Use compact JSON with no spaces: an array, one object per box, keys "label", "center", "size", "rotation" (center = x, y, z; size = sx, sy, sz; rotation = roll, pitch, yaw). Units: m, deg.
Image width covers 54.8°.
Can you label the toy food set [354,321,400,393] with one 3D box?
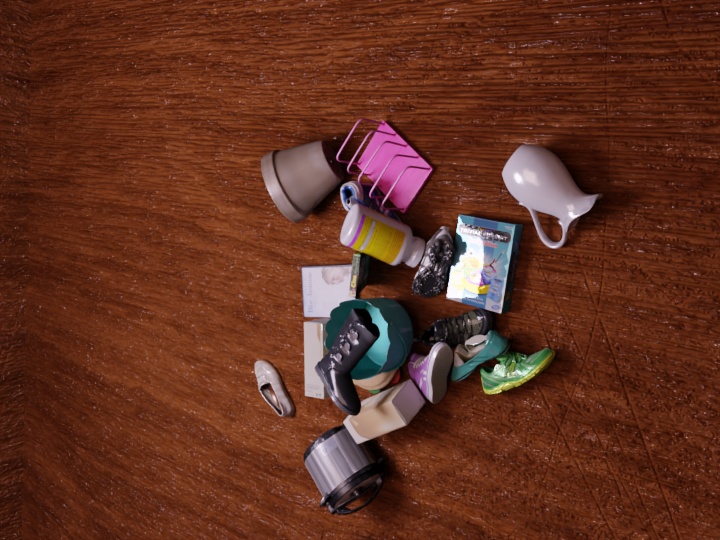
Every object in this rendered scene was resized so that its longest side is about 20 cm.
[{"label":"toy food set","center":[0.027,0.221,1.838],"size":[0.195,0.048,0.206],"rotation":[15,101,36]}]

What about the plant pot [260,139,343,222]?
[{"label":"plant pot","center":[-0.144,-0.256,1.871],"size":[0.170,0.199,0.205],"rotation":[-24,78,18]}]

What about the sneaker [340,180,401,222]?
[{"label":"sneaker","center":[0.020,-0.139,1.759],"size":[0.080,0.145,0.203],"rotation":[-41,69,31]}]

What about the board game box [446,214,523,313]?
[{"label":"board game box","center":[0.287,-0.018,1.622],"size":[0.148,0.046,0.206],"rotation":[14,101,36]}]

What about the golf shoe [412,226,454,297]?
[{"label":"golf shoe","center":[0.183,-0.018,1.697],"size":[0.076,0.096,0.202],"rotation":[19,134,-6]}]

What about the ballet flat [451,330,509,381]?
[{"label":"ballet flat","center":[0.261,0.192,1.623],"size":[0.070,0.068,0.200],"rotation":[40,135,-8]}]

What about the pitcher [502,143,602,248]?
[{"label":"pitcher","center":[0.394,-0.159,1.500],"size":[0.199,0.120,0.173],"rotation":[42,132,16]}]

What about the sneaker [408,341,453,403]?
[{"label":"sneaker","center":[0.158,0.226,1.684],"size":[0.114,0.072,0.204],"rotation":[45,146,34]}]

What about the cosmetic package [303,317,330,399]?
[{"label":"cosmetic package","center":[-0.098,0.238,1.902],"size":[0.070,0.104,0.206],"rotation":[2,95,35]}]

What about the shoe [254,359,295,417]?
[{"label":"shoe","center":[-0.264,0.350,2.066],"size":[0.070,0.053,0.201],"rotation":[-50,64,28]}]

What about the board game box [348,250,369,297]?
[{"label":"board game box","center":[0.000,0.000,1.760],"size":[0.023,0.200,0.108],"rotation":[5,98,7]}]

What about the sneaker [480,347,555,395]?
[{"label":"sneaker","center":[0.348,0.217,1.573],"size":[0.198,0.073,0.085],"rotation":[-33,78,35]}]

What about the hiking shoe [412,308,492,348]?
[{"label":"hiking shoe","center":[0.221,0.145,1.644],"size":[0.198,0.099,0.078],"rotation":[-30,69,37]}]

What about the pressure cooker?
[{"label":"pressure cooker","center":[-0.040,0.530,1.825],"size":[0.201,0.176,0.177],"rotation":[53,124,25]}]

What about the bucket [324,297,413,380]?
[{"label":"bucket","center":[0.026,0.163,1.721],"size":[0.203,0.133,0.214],"rotation":[3,95,38]}]

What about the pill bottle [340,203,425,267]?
[{"label":"pill bottle","center":[0.056,-0.078,1.691],"size":[0.107,0.196,0.104],"rotation":[-68,14,0]}]

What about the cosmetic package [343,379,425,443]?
[{"label":"cosmetic package","center":[0.059,0.358,1.753],"size":[0.199,0.105,0.072],"rotation":[-34,93,42]}]

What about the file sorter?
[{"label":"file sorter","center":[0.055,-0.263,1.738],"size":[0.201,0.124,0.140],"rotation":[48,118,25]}]

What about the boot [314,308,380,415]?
[{"label":"boot","center":[-0.010,0.215,1.633],"size":[0.165,0.065,0.201],"rotation":[48,115,23]}]

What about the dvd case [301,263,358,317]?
[{"label":"dvd case","center":[-0.086,0.057,1.934],"size":[0.196,0.017,0.147],"rotation":[-2,92,38]}]
